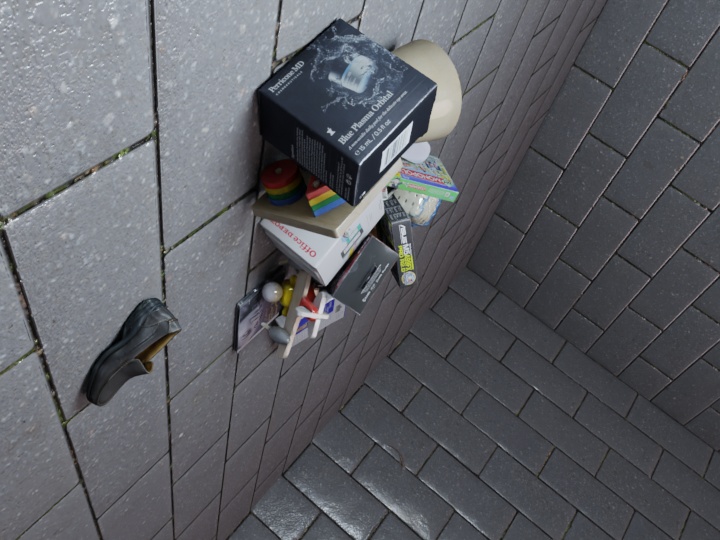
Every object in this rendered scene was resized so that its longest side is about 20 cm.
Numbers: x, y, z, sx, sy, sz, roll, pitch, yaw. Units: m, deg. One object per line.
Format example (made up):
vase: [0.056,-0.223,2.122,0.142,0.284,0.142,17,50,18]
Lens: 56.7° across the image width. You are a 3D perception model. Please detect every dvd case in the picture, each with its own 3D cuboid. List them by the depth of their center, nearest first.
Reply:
dvd case: [-0.230,0.092,1.522,0.149,0.016,0.201,-45,163,-35]

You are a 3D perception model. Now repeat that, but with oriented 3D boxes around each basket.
basket: [0.157,-0.210,1.810,0.178,0.138,0.200,-65,160,3]

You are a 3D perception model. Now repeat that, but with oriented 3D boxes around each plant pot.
plant pot: [0.050,-0.307,1.225,0.198,0.188,0.188,-25,153,-32]

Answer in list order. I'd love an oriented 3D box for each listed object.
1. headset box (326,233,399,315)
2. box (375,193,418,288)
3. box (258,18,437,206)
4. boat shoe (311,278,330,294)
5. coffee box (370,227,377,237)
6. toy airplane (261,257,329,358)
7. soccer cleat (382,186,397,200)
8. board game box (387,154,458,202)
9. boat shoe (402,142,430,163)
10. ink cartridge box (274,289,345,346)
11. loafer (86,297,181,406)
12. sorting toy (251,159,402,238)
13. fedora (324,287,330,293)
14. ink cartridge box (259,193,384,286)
headset box: [0.000,0.000,1.415,0.150,0.077,0.200,-56,-168,1]
box: [0.074,-0.078,1.491,0.044,0.201,0.162,-13,119,-7]
box: [-0.020,-0.245,1.031,0.197,0.199,0.118,-48,166,-22]
boat shoe: [-0.036,-0.005,1.724,0.199,0.074,0.074,-40,167,13]
coffee box: [0.026,-0.069,1.781,0.080,0.112,0.202,-27,150,-59]
toy airplane: [-0.143,0.064,1.432,0.200,0.139,0.202,124,-23,-53]
soccer cleat: [0.019,-0.177,1.456,0.198,0.085,0.069,-23,128,-17]
board game box: [0.104,-0.217,1.438,0.197,0.136,0.029,10,128,-28]
boat shoe: [0.056,-0.294,1.401,0.200,0.086,0.075,15,114,-38]
ink cartridge box: [-0.128,0.121,1.738,0.199,0.047,0.198,-32,163,-18]
loafer: [-0.368,0.144,1.079,0.201,0.072,0.073,-55,167,7]
sorting toy: [-0.065,-0.163,1.136,0.199,0.198,0.070,-50,139,-29]
fedora: [-0.045,-0.004,1.596,0.199,0.092,0.201,-29,178,-1]
ink cartridge box: [-0.071,-0.103,1.316,0.201,0.146,0.146,-51,166,-9]
